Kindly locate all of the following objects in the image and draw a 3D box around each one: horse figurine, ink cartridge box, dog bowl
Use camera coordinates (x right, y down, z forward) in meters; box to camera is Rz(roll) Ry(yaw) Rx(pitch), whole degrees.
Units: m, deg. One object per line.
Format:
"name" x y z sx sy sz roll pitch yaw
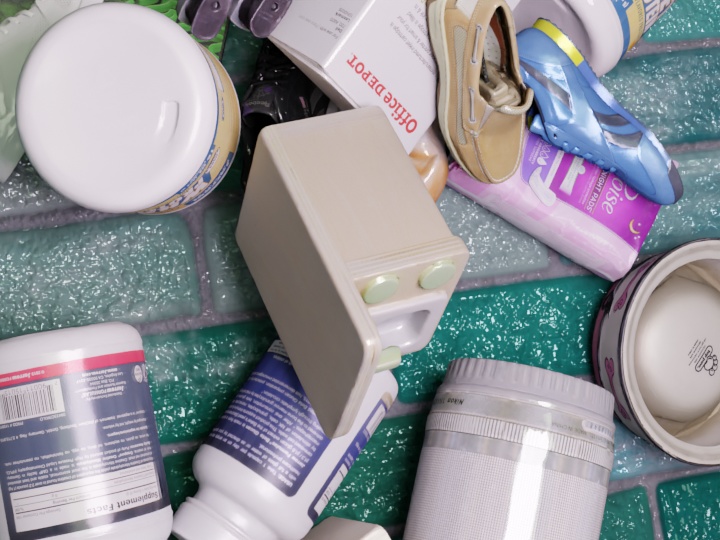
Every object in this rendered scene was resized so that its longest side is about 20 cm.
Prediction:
"horse figurine" 0.032 -0.109 1.171 0.131 0.050 0.203 3 79 11
"ink cartridge box" 0.038 -0.217 1.087 0.201 0.084 0.145 -54 141 -2
"dog bowl" 0.297 0.072 1.236 0.198 0.074 0.203 0 90 -25

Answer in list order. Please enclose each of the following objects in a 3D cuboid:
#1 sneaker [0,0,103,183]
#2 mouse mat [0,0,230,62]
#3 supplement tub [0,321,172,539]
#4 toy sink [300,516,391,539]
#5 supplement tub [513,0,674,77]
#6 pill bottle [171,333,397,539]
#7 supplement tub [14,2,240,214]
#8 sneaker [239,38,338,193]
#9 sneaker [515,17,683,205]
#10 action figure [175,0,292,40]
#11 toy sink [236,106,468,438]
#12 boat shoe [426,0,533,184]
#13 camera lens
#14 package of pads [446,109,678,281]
"sneaker" -0.282 -0.185 1.078 0.115 0.074 0.202 30 79 -17
"mouse mat" -0.204 -0.236 1.152 0.198 0.008 0.163 14 79 -18
"supplement tub" -0.218 0.148 1.027 0.139 0.140 0.203 -9 86 -19
"toy sink" -0.053 0.299 1.071 0.199 0.130 0.113 -33 95 -20
"supplement tub" 0.224 -0.284 1.223 0.145 0.144 0.200 47 72 -8
"pill bottle" -0.066 0.145 1.095 0.111 0.111 0.201 38 73 -11
"supplement tub" -0.167 -0.116 1.031 0.143 0.200 0.147 0 92 3
"sneaker" -0.061 -0.145 1.133 0.075 0.087 0.203 -3 81 22
"sneaker" 0.190 -0.119 1.166 0.078 0.066 0.200 -44 96 -9
"action figure" -0.130 -0.240 1.087 0.129 0.200 0.070 10 111 -37
"toy sink" 0.000 0.000 1.022 0.111 0.131 0.201 -13 58 -24
"boat shoe" 0.103 -0.138 1.080 0.071 0.076 0.201 -40 138 -17
"camera lens" 0.122 0.188 1.128 0.158 0.160 0.203 17 78 -16
"package of pads" 0.175 -0.089 1.227 0.199 0.076 0.122 30 78 -13
